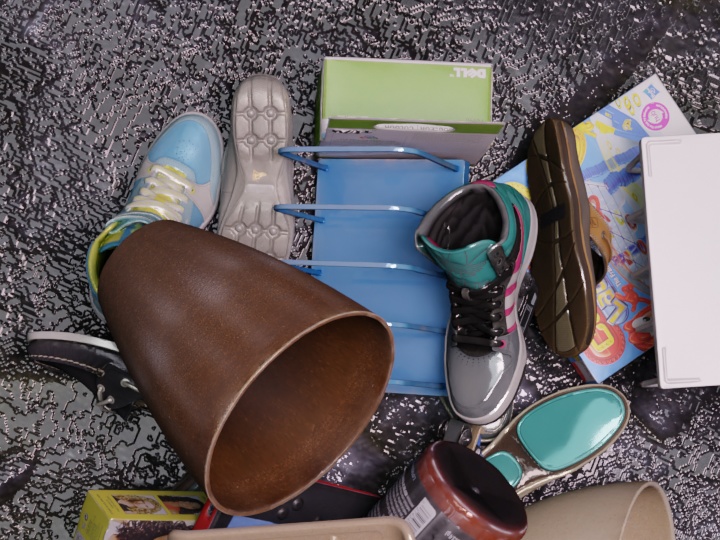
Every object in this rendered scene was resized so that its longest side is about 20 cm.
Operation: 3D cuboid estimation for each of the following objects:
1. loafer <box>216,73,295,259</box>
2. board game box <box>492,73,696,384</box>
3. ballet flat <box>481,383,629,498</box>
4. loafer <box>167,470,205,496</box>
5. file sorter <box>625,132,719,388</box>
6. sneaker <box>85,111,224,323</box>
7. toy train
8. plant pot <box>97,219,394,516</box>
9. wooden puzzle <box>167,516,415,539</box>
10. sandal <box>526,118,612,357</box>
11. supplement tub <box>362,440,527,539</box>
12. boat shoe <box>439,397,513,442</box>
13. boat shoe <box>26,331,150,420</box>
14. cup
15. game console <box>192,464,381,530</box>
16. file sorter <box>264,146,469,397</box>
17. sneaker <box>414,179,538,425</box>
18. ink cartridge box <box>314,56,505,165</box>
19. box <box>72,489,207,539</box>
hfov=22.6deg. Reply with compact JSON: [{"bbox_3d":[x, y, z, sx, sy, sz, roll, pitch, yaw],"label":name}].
[{"bbox_3d":[-0.087,-0.069,1.557,0.070,0.070,0.201,7,102,-1],"label":"loafer"},{"bbox_3d":[0.228,-0.035,1.579,0.195,0.056,0.200,-34,88,-6],"label":"board game box"},{"bbox_3d":[0.140,0.162,1.549,0.199,0.069,0.070,-30,87,-3],"label":"ballet flat"},{"bbox_3d":[-0.142,0.195,1.530,0.200,0.063,0.072,-40,131,-8],"label":"loafer"},{"bbox_3d":[0.296,-0.005,1.490,0.138,0.125,0.201,-3,85,-3],"label":"file sorter"},{"bbox_3d":[-0.169,-0.048,1.516,0.079,0.131,0.201,21,83,-1],"label":"sneaker"},{"bbox_3d":[0.104,0.095,1.511,0.034,0.046,0.201,18,84,38],"label":"toy train"},{"bbox_3d":[-0.109,0.054,1.390,0.187,0.187,0.200,-47,60,-7],"label":"plant pot"},{"bbox_3d":[-0.040,0.273,1.401,0.199,0.046,0.186,-4,111,14],"label":"wooden puzzle"},{"bbox_3d":[0.180,-0.028,1.519,0.054,0.082,0.201,0,77,-26],"label":"sandal"},{"bbox_3d":[0.037,0.240,1.456,0.107,0.107,0.200,40,111,1],"label":"supplement tub"},{"bbox_3d":[0.095,0.049,1.559,0.072,0.062,0.201,-7,85,-5],"label":"boat shoe"},{"bbox_3d":[-0.191,0.099,1.533,0.199,0.074,0.061,16,79,-11],"label":"boat shoe"},{"bbox_3d":[0.168,0.269,1.496,0.143,0.200,0.201,3,84,25],"label":"cup"},{"bbox_3d":[-0.080,0.259,1.477,0.176,0.031,0.201,21,100,-38],"label":"game console"},{"bbox_3d":[0.000,0.000,1.502,0.138,0.123,0.201,2,86,25],"label":"file sorter"},{"bbox_3d":[0.091,0.015,1.441,0.083,0.121,0.201,0,73,26],"label":"sneaker"},{"bbox_3d":[0.040,-0.141,1.503,0.147,0.200,0.076,2,84,-4],"label":"ink cartridge box"},{"bbox_3d":[-0.135,0.223,1.475,0.199,0.050,0.076,5,112,-36],"label":"box"}]
